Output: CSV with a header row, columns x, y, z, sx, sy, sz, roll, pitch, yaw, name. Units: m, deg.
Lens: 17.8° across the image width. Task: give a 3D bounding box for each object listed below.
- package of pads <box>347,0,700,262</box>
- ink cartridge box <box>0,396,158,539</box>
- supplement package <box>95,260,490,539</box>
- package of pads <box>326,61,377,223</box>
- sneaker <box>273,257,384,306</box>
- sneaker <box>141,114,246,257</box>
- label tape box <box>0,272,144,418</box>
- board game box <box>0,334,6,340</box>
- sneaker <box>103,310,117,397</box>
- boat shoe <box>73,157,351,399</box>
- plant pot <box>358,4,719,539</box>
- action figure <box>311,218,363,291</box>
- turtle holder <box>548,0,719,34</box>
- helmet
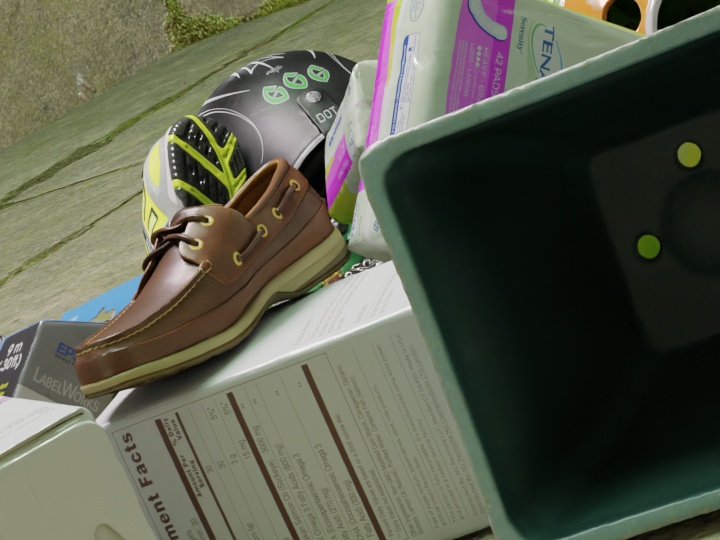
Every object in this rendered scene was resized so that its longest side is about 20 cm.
x,y,z,sx,sy,sz,roll,pitch,yaw,name
0.099,-0.065,1.240,0.199,0.156,0.068,16,-15,-27,package of pads
-0.166,0.142,1.106,0.087,0.146,0.200,-31,13,-26,ink cartridge box
-0.014,0.078,1.144,0.199,0.118,0.117,-21,13,18,supplement package
0.083,-0.075,1.408,0.198,0.069,0.155,0,-14,-8,package of pads
0.033,-0.014,1.304,0.199,0.086,0.078,-28,13,-7,sneaker
-0.108,-0.001,1.564,0.075,0.202,0.076,6,-22,-30,sneaker
-0.201,0.085,1.336,0.144,0.063,0.201,-23,44,55,label tape box
-0.298,0.071,1.507,0.097,0.199,0.159,-60,13,0,board game box
-0.169,0.061,1.635,0.199,0.076,0.070,-23,12,9,sneaker
-0.082,0.003,1.153,0.072,0.068,0.200,-16,13,38,boat shoe
0.147,-0.007,1.048,0.195,0.197,0.200,-20,2,21,plant pot
0.000,0.000,1.532,0.200,0.118,0.055,-39,-17,-17,action figure
0.233,-0.173,1.744,0.142,0.185,0.131,-61,22,-12,turtle holder
-0.039,-0.061,1.670,0.199,0.201,0.190,-29,29,-19,helmet
